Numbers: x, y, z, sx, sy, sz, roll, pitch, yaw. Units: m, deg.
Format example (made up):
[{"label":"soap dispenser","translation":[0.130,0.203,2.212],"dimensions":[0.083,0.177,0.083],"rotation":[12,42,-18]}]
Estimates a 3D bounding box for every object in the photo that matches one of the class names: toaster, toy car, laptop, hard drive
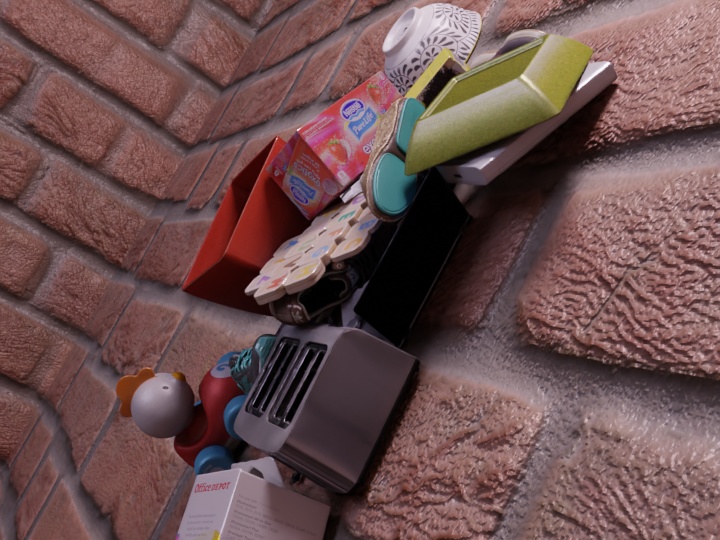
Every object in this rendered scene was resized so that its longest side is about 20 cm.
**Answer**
[{"label":"toaster","translation":[-0.046,0.157,1.058],"dimensions":[0.202,0.118,0.180],"rotation":[-63,22,-12]},{"label":"toy car","translation":[-0.261,0.194,1.340],"dimensions":[0.178,0.199,0.185],"rotation":[-58,22,10]},{"label":"laptop","translation":[0.041,-0.016,1.106],"dimensions":[0.189,0.115,0.200],"rotation":[-60,22,-8]},{"label":"hard drive","translation":[0.182,-0.169,1.033],"dimensions":[0.199,0.026,0.132],"rotation":[-39,19,-13]}]

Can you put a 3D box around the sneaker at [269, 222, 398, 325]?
[{"label":"sneaker","translation":[-0.015,0.007,1.094],"dimensions":[0.199,0.071,0.075],"rotation":[-38,26,-21]}]

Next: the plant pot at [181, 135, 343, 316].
[{"label":"plant pot","translation":[-0.116,-0.037,1.298],"dimensions":[0.200,0.175,0.202],"rotation":[-28,37,60]}]

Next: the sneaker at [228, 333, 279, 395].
[{"label":"sneaker","translation":[-0.139,0.135,1.205],"dimensions":[0.078,0.090,0.201],"rotation":[-60,-13,-27]}]

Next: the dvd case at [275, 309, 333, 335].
[{"label":"dvd case","translation":[-0.089,0.083,1.356],"dimensions":[0.201,0.016,0.149],"rotation":[-58,18,13]}]

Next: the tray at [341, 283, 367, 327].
[{"label":"tray","translation":[0.000,0.000,1.268],"dimensions":[0.201,0.022,0.108],"rotation":[-99,31,-60]}]

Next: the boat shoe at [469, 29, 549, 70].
[{"label":"boat shoe","translation":[0.194,-0.255,1.168],"dimensions":[0.065,0.071,0.200],"rotation":[-67,20,-10]}]

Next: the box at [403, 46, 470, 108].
[{"label":"box","translation":[0.089,-0.226,1.337],"dimensions":[0.200,0.075,0.050],"rotation":[-49,23,22]}]

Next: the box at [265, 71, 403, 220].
[{"label":"box","translation":[-0.020,-0.170,1.222],"dimensions":[0.200,0.095,0.103],"rotation":[-43,2,-39]}]

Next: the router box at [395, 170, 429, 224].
[{"label":"router box","translation":[0.073,-0.143,1.227],"dimensions":[0.157,0.052,0.200],"rotation":[-45,10,29]}]

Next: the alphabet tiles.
[{"label":"alphabet tiles","translation":[-0.053,-0.032,1.098],"dimensions":[0.194,0.015,0.201],"rotation":[-20,24,37]}]

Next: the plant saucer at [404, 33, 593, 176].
[{"label":"plant saucer","translation":[0.151,-0.201,1.034],"dimensions":[0.198,0.048,0.200],"rotation":[-19,22,35]}]

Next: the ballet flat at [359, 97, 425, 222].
[{"label":"ballet flat","translation":[0.034,-0.123,1.075],"dimensions":[0.065,0.070,0.201],"rotation":[-31,29,43]}]

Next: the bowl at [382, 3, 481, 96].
[{"label":"bowl","translation":[0.097,-0.366,1.477],"dimensions":[0.201,0.094,0.202],"rotation":[-46,24,27]}]

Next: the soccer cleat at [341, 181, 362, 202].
[{"label":"soccer cleat","translation":[0.008,-0.132,1.404],"dimensions":[0.085,0.068,0.202],"rotation":[10,68,51]}]

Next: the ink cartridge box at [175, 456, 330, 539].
[{"label":"ink cartridge box","translation":[-0.129,0.315,0.996],"dimensions":[0.128,0.124,0.202],"rotation":[-23,45,54]}]
